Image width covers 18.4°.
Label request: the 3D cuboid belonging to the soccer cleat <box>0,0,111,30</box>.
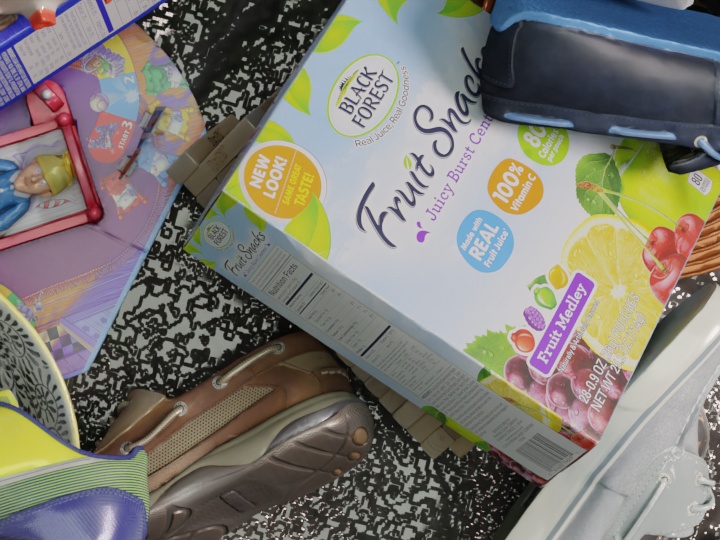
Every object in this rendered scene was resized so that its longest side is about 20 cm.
[{"bbox_3d":[-0.191,-0.140,0.962,0.200,0.069,0.078,-13,77,1],"label":"soccer cleat"}]

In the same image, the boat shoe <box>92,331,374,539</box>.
[{"bbox_3d":[-0.092,0.094,1.072,0.200,0.076,0.072,-25,62,2],"label":"boat shoe"}]

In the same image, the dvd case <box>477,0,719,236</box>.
[{"bbox_3d":[0.138,-0.103,1.121,0.200,0.016,0.149,12,88,-7],"label":"dvd case"}]

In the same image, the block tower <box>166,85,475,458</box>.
[{"bbox_3d":[0.000,0.000,1.069,0.200,0.054,0.058,46,123,-1],"label":"block tower"}]

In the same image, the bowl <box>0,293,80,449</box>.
[{"bbox_3d":[-0.229,0.082,1.033,0.200,0.094,0.201,0,95,-5],"label":"bowl"}]

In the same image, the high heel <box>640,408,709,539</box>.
[{"bbox_3d":[0.102,0.103,1.086,0.142,0.071,0.200,-27,100,-10],"label":"high heel"}]

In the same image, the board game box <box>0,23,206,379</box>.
[{"bbox_3d":[-0.172,-0.045,1.071,0.158,0.039,0.200,27,86,-6],"label":"board game box"}]

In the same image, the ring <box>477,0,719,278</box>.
[{"bbox_3d":[0.147,-0.095,1.105,0.200,0.019,0.201,0,90,-6],"label":"ring"}]

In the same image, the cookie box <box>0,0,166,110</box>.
[{"bbox_3d":[-0.176,-0.180,1.041,0.200,0.075,0.171,-35,80,-7],"label":"cookie box"}]

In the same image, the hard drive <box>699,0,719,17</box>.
[{"bbox_3d":[0.235,-0.155,1.074,0.200,0.038,0.140,39,77,-34],"label":"hard drive"}]

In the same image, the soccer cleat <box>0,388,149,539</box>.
[{"bbox_3d":[-0.189,0.086,0.970,0.200,0.065,0.084,16,64,-3],"label":"soccer cleat"}]

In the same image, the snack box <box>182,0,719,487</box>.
[{"bbox_3d":[0.046,-0.027,1.017,0.200,0.068,0.169,33,57,-4],"label":"snack box"}]

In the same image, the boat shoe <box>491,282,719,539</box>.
[{"bbox_3d":[0.126,0.099,1.034,0.071,0.070,0.201,35,103,-1],"label":"boat shoe"}]

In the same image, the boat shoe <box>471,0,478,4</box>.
[{"bbox_3d":[0.038,-0.223,1.074,0.074,0.073,0.200,-5,81,-6],"label":"boat shoe"}]

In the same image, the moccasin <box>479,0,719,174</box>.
[{"bbox_3d":[0.150,-0.078,1.011,0.200,0.081,0.068,15,115,-5],"label":"moccasin"}]

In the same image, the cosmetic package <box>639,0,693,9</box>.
[{"bbox_3d":[0.071,-0.244,0.958,0.199,0.123,0.200,12,78,6],"label":"cosmetic package"}]
